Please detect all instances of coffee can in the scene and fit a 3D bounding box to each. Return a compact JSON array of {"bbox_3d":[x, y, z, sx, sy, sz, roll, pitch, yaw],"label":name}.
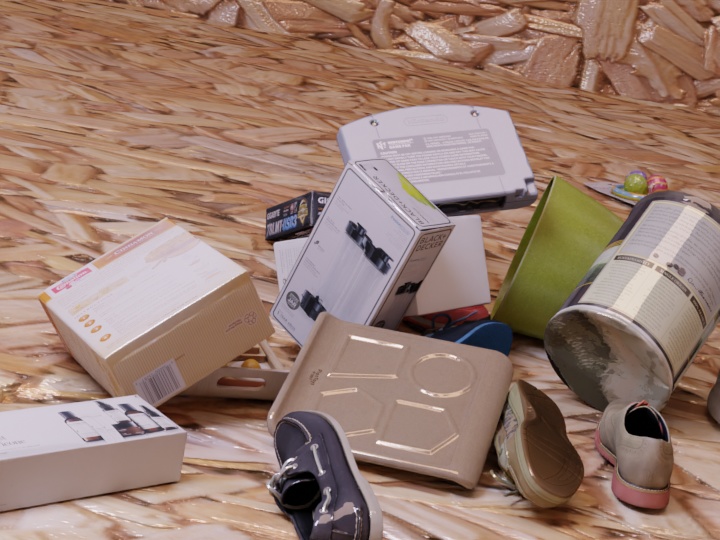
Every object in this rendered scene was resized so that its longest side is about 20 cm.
[{"bbox_3d":[0.302,0.034,1.753,0.146,0.147,0.200,19,50,29],"label":"coffee can"}]

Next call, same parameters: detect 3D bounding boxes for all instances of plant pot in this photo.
[{"bbox_3d":[0.275,0.017,1.926,0.199,0.188,0.187,25,18,2],"label":"plant pot"}]

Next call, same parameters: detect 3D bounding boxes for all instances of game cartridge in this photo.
[{"bbox_3d":[0.080,-0.118,1.798,0.198,0.041,0.134,-6,59,-16],"label":"game cartridge"}]

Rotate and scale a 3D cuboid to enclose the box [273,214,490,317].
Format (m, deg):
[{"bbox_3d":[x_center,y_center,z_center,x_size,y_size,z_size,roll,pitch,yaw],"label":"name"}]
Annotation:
[{"bbox_3d":[0.022,0.002,1.798,0.199,0.098,0.124,-8,0,44],"label":"box"}]

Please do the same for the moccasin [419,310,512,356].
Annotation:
[{"bbox_3d":[0.083,0.082,1.726,0.068,0.081,0.199,17,16,36],"label":"moccasin"}]

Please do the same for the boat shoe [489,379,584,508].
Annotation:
[{"bbox_3d":[0.156,0.170,1.534,0.073,0.063,0.200,36,17,-9],"label":"boat shoe"}]

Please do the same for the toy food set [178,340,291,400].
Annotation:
[{"bbox_3d":[-0.140,0.071,1.662,0.142,0.061,0.200,4,18,-19],"label":"toy food set"}]

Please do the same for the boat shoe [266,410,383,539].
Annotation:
[{"bbox_3d":[-0.043,0.171,1.374,0.062,0.073,0.200,6,22,-24],"label":"boat shoe"}]

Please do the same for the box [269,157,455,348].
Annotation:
[{"bbox_3d":[0.000,0.000,1.689,0.060,0.201,0.117,-10,45,-49],"label":"box"}]

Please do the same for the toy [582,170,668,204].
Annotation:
[{"bbox_3d":[0.465,-0.131,2.701,0.114,0.048,0.200,2,19,-31],"label":"toy"}]

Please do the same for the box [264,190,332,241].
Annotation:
[{"bbox_3d":[0.002,-0.060,2.073,0.197,0.050,0.200,5,-7,-18],"label":"box"}]

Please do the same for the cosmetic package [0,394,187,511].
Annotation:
[{"bbox_3d":[-0.247,0.147,1.367,0.199,0.051,0.082,-5,21,-41],"label":"cosmetic package"}]

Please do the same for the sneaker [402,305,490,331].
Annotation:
[{"bbox_3d":[0.063,0.012,1.929,0.199,0.087,0.074,21,21,31],"label":"sneaker"}]

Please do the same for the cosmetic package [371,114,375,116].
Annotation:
[{"bbox_3d":[0.058,-0.114,1.929,0.107,0.086,0.200,9,17,-6],"label":"cosmetic package"}]

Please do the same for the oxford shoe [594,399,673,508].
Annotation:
[{"bbox_3d":[0.269,0.156,1.598,0.070,0.075,0.200,8,16,-4],"label":"oxford shoe"}]

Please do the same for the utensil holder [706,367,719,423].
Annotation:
[{"bbox_3d":[0.471,0.073,1.760,0.168,0.202,0.170,11,17,-3],"label":"utensil holder"}]

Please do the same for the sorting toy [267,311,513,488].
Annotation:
[{"bbox_3d":[0.031,0.122,1.565,0.198,0.037,0.186,14,38,10],"label":"sorting toy"}]

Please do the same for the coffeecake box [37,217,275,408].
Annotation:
[{"bbox_3d":[-0.196,0.040,1.573,0.153,0.073,0.200,-32,28,-16],"label":"coffeecake box"}]
